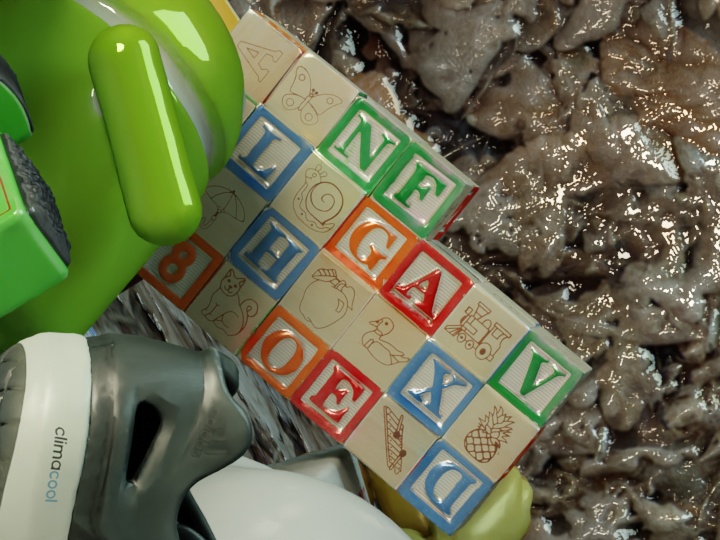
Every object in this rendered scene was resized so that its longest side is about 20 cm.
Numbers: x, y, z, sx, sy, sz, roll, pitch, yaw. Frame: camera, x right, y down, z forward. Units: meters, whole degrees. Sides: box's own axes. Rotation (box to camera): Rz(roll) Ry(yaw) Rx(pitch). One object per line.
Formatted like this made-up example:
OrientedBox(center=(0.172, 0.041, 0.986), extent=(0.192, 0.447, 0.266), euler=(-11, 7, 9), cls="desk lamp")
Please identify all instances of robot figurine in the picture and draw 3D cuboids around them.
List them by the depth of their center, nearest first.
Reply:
OrientedBox(center=(-0.122, -0.041, 0.952), extent=(0.116, 0.200, 0.175), euler=(46, -27, -14), cls="robot figurine")

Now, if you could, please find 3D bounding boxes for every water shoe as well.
OrientedBox(center=(-0.071, 0.112, 0.753), extent=(0.072, 0.079, 0.201), euler=(-105, -161, -57), cls="water shoe")

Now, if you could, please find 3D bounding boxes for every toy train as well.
OrientedBox(center=(-0.131, -0.051, 0.790), extent=(0.042, 0.056, 0.200), euler=(57, 5, -41), cls="toy train")

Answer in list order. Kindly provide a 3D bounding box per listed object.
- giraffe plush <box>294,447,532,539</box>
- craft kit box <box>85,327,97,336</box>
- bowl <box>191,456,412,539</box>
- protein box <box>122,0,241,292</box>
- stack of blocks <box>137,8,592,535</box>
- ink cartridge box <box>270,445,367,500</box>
OrientedBox(center=(0.025, 0.203, 1.429), extent=(0.200, 0.172, 0.163), euler=(-132, -151, -59), cls="giraffe plush")
OrientedBox(center=(-0.161, 0.023, 1.119), extent=(0.200, 0.048, 0.198), euler=(59, 3, -12), cls="craft kit box")
OrientedBox(center=(-0.021, 0.153, 0.884), extent=(0.201, 0.090, 0.202), euler=(16, 66, -40), cls="bowl")
OrientedBox(center=(-0.139, -0.107, 1.295), extent=(0.200, 0.135, 0.199), euler=(57, -7, 5), cls="protein box")
OrientedBox(center=(0.000, 0.000, 1.074), extent=(0.200, 0.115, 0.059), euler=(40, 5, 7), cls="stack of blocks")
OrientedBox(center=(-0.019, 0.182, 1.060), extent=(0.145, 0.083, 0.201), euler=(-20, 92, -84), cls="ink cartridge box")
